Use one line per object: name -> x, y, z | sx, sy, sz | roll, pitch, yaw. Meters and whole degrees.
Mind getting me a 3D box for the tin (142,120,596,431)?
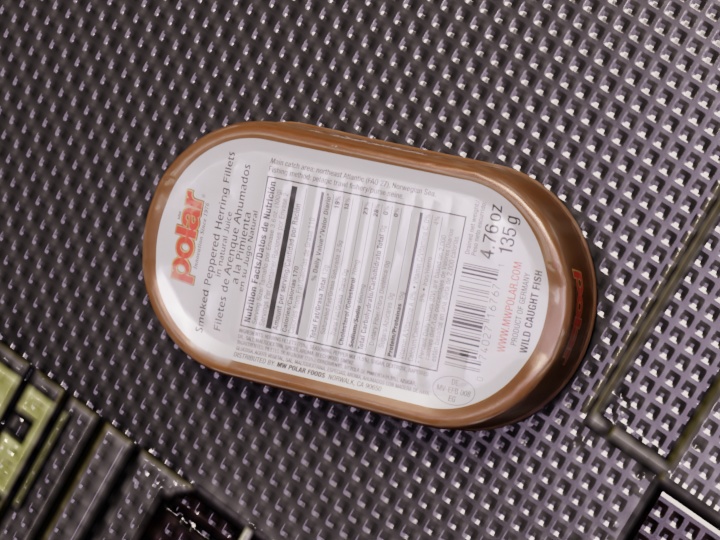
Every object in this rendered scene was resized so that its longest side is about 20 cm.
tin -> 0.000, 0.000, 1.021 | 0.199, 0.042, 0.113 | 12, 90, 23
